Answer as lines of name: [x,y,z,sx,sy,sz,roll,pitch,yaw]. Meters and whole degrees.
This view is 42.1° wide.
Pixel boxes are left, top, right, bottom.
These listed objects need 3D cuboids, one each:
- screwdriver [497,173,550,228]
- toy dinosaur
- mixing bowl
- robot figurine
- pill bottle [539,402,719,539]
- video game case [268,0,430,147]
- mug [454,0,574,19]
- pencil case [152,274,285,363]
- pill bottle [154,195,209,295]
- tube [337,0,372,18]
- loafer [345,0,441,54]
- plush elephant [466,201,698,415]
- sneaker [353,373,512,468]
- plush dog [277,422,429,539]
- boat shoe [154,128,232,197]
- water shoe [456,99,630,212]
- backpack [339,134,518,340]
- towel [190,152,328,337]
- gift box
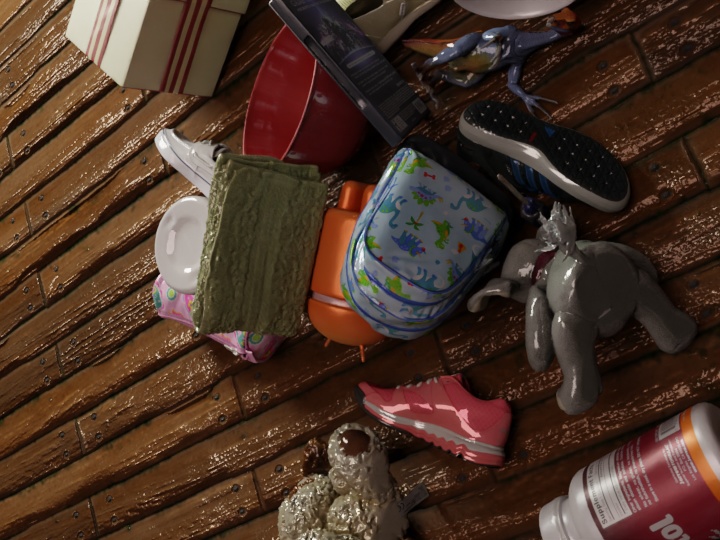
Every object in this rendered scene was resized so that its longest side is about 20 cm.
screwdriver: [0.166,-0.071,0.934,0.029,0.200,0.028,2,82,18]
toy dinosaur: [0.145,-0.254,1.031,0.180,0.105,0.201,-29,59,11]
mixing bowl: [-0.053,-0.193,1.128,0.200,0.107,0.202,-38,44,51]
robot figurine: [-0.001,0.000,1.096,0.142,0.117,0.202,12,93,7]
pill bottle: [0.274,0.220,0.890,0.200,0.113,0.114,-38,67,28]
video game case: [-0.006,-0.234,1.048,0.019,0.143,0.200,-40,95,27]
mug: [0.141,-0.379,0.992,0.198,0.148,0.177,-2,74,20]
pencil case: [-0.187,0.055,1.241,0.199,0.087,0.088,22,100,34]
pill bottle: [-0.142,-0.023,1.144,0.113,0.199,0.116,-3,84,35]
tube: [-0.015,-0.334,1.171,0.200,0.052,0.058,-51,20,25]
loafer: [0.051,-0.334,1.096,0.200,0.068,0.076,-45,36,25]
plush elephant: [0.202,0.023,0.941,0.164,0.155,0.201,-35,103,-13]
sneaker: [0.086,0.153,1.064,0.199,0.074,0.088,19,84,30]
plush dog: [-0.029,0.293,1.105,0.171,0.160,0.201,-4,56,48]
boat shoe: [-0.200,-0.143,1.279,0.200,0.073,0.066,41,105,19]
water shoe: [0.194,-0.113,1.003,0.199,0.072,0.079,33,149,16]
backpack: [0.062,-0.028,0.974,0.163,0.154,0.201,38,77,-1]
towel: [-0.112,-0.026,1.040,0.036,0.147,0.202,16,98,51]
gift box: [-0.259,-0.353,1.267,0.199,0.184,0.188,37,116,27]
